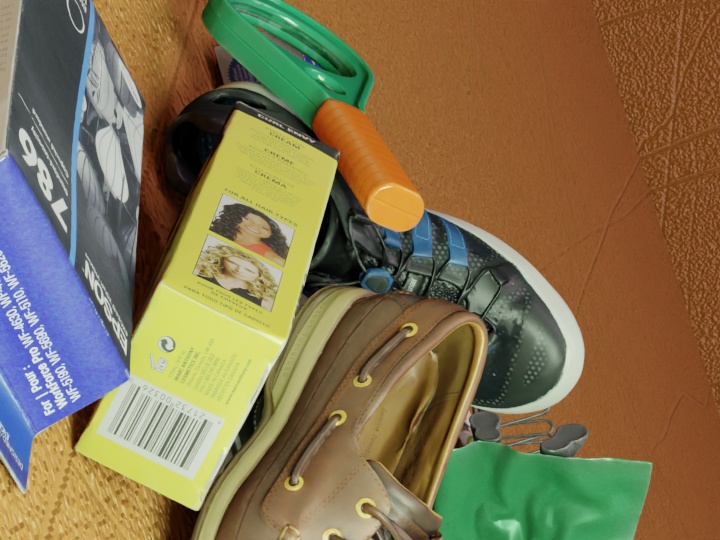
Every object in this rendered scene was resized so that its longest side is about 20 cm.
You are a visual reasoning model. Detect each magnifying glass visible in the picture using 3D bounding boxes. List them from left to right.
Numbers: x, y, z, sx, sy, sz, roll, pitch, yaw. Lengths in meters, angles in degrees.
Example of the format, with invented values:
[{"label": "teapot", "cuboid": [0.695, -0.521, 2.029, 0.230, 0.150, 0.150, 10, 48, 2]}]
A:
[{"label": "magnifying glass", "cuboid": [-0.016, -0.071, 1.131, 0.080, 0.022, 0.200, 24, 17, -29]}]

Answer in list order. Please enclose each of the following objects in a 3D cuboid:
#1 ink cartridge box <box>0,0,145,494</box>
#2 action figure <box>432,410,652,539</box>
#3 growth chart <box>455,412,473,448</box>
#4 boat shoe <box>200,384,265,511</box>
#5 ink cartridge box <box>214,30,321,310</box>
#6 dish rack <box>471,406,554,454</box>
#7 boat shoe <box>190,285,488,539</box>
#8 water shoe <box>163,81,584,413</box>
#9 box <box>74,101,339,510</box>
[{"label": "ink cartridge box", "cuboid": [-0.107, -0.030, 0.881, 0.200, 0.039, 0.100, -92, 161, -51]}, {"label": "action figure", "cuboid": [0.071, 0.165, 1.241, 0.055, 0.118, 0.200, -48, 143, -61]}, {"label": "growth chart", "cuboid": [0.054, 0.123, 1.341, 0.145, 0.018, 0.200, 145, -70, -78]}, {"label": "boat shoe", "cuboid": [-0.020, 0.060, 1.073, 0.200, 0.071, 0.072, -31, 104, -77]}, {"label": "ink cartridge box", "cuboid": [-0.014, -0.011, 1.274, 0.094, 0.044, 0.200, 20, 54, -78]}, {"label": "dish rack", "cuboid": [0.092, 0.142, 1.475, 0.154, 0.054, 0.200, -96, 174, -49]}, {"label": "boat shoe", "cuboid": [-0.009, 0.089, 0.962, 0.072, 0.067, 0.200, 52, 47, -40]}, {"label": "water shoe", "cuboid": [0.000, 0.000, 1.122, 0.200, 0.072, 0.079, 35, 20, 6]}, {"label": "box", "cuboid": [-0.051, 0.007, 0.980, 0.050, 0.075, 0.200, 26, 22, -6]}]
